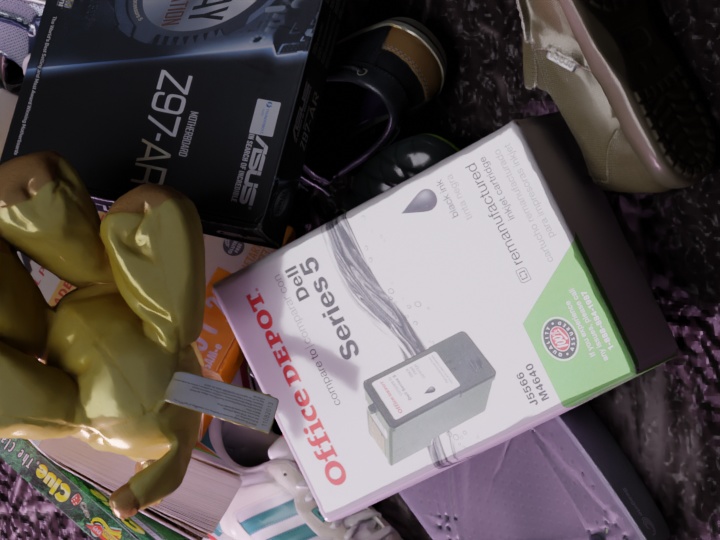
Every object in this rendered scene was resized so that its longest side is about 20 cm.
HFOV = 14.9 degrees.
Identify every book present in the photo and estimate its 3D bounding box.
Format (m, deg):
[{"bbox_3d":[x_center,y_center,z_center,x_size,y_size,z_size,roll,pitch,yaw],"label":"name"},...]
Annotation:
[{"bbox_3d":[-0.171,0.085,1.662,0.048,0.133,0.200,-60,32,2],"label":"book"}]

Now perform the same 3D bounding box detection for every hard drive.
[{"bbox_3d":[0.083,0.110,1.546,0.200,0.042,0.135,52,133,20],"label":"hard drive"}]

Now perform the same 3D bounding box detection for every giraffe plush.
[{"bbox_3d":[-0.134,0.045,1.486,0.200,0.173,0.162,33,172,4],"label":"giraffe plush"}]

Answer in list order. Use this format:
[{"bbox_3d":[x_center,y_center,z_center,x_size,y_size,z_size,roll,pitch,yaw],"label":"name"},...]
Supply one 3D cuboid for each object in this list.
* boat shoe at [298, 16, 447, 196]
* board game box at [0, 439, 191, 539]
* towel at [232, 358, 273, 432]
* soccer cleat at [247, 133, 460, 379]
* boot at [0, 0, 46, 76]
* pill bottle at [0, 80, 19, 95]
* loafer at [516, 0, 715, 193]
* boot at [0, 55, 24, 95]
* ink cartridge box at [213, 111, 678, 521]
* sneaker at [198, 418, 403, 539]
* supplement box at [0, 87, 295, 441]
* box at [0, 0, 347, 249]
[{"bbox_3d":[-0.032,-0.082,1.578,0.075,0.062,0.200,49,137,-15],"label":"boat shoe"},{"bbox_3d":[-0.183,0.119,1.703,0.200,0.105,0.024,38,96,26],"label":"board game box"},{"bbox_3d":[-0.132,0.089,1.774,0.200,0.023,0.145,-4,100,46],"label":"towel"},{"bbox_3d":[0.000,0.000,1.560,0.067,0.081,0.200,34,134,-6],"label":"soccer cleat"},{"bbox_3d":[-0.166,-0.112,1.587,0.199,0.073,0.091,14,69,20],"label":"boot"},{"bbox_3d":[-0.266,-0.033,1.808,0.111,0.111,0.201,38,127,32],"label":"pill bottle"},{"bbox_3d":[0.110,-0.125,1.422,0.067,0.076,0.201,-30,81,40],"label":"loafer"},{"bbox_3d":[-0.240,-0.231,1.742,0.174,0.069,0.201,45,141,37],"label":"boot"},{"bbox_3d":[0.044,0.026,1.465,0.200,0.084,0.146,-28,86,23],"label":"ink cartridge box"},{"bbox_3d":[-0.027,0.145,1.641,0.199,0.070,0.094,27,122,32],"label":"sneaker"},{"bbox_3d":[-0.154,-0.004,1.628,0.199,0.126,0.074,25,157,6],"label":"supplement box"},{"bbox_3d":[-0.097,-0.125,1.522,0.160,0.044,0.201,13,81,17],"label":"box"}]
